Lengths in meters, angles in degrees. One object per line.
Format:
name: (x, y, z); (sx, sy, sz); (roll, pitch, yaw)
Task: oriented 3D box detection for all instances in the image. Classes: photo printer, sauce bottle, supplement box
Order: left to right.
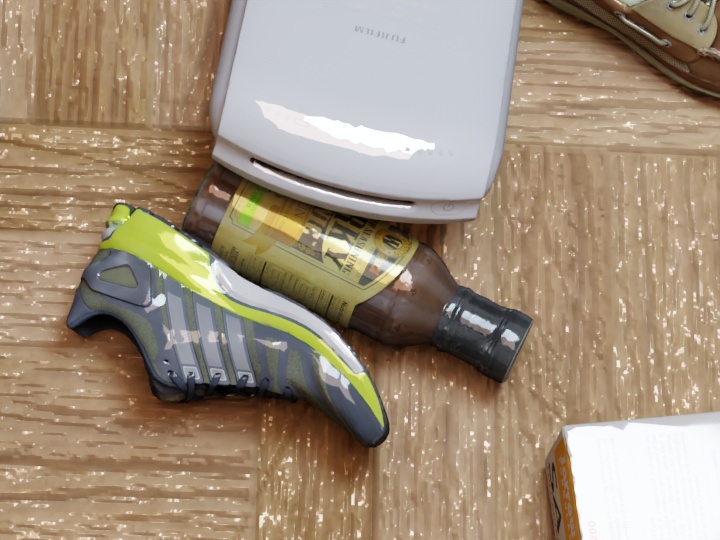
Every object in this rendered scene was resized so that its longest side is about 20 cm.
sauce bottle: (0.000, 0.000, 1.631); (0.199, 0.065, 0.065); (26, 70, 3)
photo printer: (0.004, -0.116, 1.636); (0.166, 0.070, 0.201); (14, 50, -4)
supplement box: (0.209, 0.144, 1.591); (0.199, 0.074, 0.127); (-4, 71, -7)

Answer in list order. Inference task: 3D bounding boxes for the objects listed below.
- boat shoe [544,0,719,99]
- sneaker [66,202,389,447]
boat shoe: (0.180, -0.158, 1.689); (0.199, 0.074, 0.076); (23, 79, 8)
sneaker: (-0.073, 0.047, 1.611); (0.200, 0.074, 0.081); (31, 77, 14)
